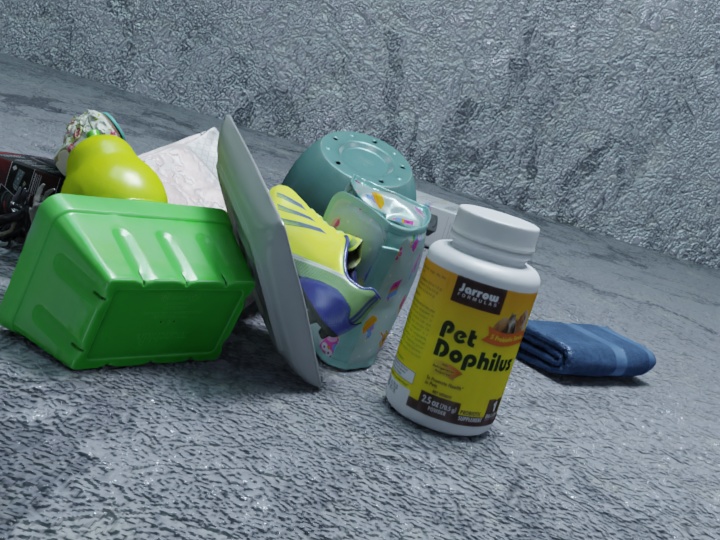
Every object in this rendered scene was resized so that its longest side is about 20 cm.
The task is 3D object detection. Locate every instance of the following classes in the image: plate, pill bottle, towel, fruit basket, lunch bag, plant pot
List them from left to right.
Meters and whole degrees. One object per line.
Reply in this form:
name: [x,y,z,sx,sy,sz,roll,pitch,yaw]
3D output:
fruit basket: [-0.218,-0.020,0.835,0.215,0.156,0.216,25,21,-11]
towel: [-0.159,-0.057,1.022,0.200,0.032,0.191,49,39,1]
plate: [-0.093,-0.015,0.872,0.032,0.200,0.200,-19,42,-11]
plant pot: [-0.018,-0.083,1.224,0.200,0.161,0.201,15,36,-11]
lunch bag: [0.000,0.000,1.002,0.122,0.171,0.200,24,14,-5]
pill bottle: [0.100,0.044,0.870,0.109,0.201,0.109,15,12,-3]
towel: [0.291,0.106,1.214,0.200,0.049,0.112,7,15,-41]

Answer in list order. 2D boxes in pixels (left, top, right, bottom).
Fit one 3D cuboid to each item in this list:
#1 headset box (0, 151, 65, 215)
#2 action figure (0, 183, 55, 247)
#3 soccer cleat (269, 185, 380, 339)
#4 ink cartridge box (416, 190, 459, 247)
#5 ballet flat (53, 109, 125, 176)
headset box: [-0.359,-0.084,1.106,0.199,0.075,0.149,19,7,12]
action figure: [-0.301,-0.040,0.956,0.199,0.102,0.119,18,7,21]
soccer cleat: [-0.038,-0.020,0.922,0.065,0.084,0.200,50,10,-49]
ink cartridge box: [0.145,-0.096,1.831,0.199,0.086,0.148,19,13,20]
ballet flat: [-0.302,-0.131,1.010,0.076,0.064,0.200,52,-17,-10]
